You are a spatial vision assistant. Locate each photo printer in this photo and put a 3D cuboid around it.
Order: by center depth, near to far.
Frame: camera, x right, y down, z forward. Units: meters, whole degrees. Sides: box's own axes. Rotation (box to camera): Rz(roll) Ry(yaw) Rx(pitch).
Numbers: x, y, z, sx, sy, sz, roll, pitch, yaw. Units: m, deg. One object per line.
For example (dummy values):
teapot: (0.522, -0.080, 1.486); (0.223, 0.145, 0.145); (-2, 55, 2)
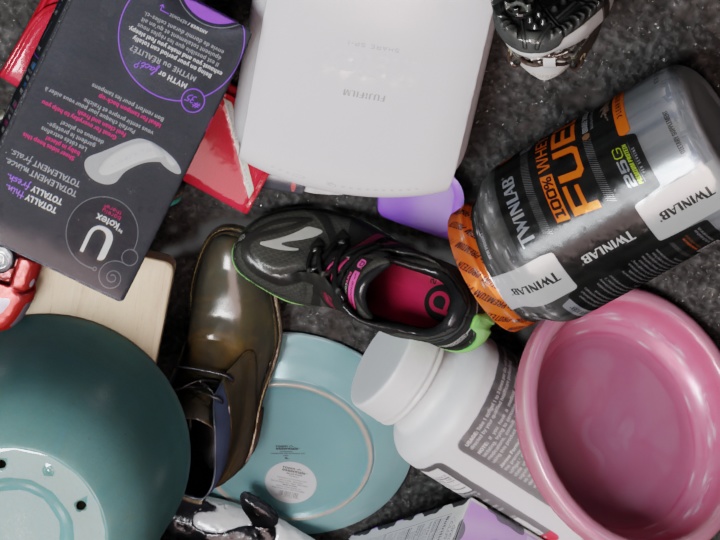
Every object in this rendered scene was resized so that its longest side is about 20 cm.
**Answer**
photo printer: (0.003, -0.143, 1.548); (0.165, 0.070, 0.201); (9, 121, -6)

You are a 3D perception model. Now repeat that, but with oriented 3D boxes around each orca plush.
orca plush: (-0.120, 0.213, 1.785); (0.199, 0.071, 0.105); (33, 146, -19)

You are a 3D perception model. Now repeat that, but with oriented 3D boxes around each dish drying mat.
dish drying mat: (-0.146, -0.119, 1.596); (0.199, 0.018, 0.077); (29, 96, -15)

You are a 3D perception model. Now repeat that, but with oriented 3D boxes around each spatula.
spatula: (-0.024, -0.063, 1.641); (0.198, 0.021, 0.057); (9, 126, -2)

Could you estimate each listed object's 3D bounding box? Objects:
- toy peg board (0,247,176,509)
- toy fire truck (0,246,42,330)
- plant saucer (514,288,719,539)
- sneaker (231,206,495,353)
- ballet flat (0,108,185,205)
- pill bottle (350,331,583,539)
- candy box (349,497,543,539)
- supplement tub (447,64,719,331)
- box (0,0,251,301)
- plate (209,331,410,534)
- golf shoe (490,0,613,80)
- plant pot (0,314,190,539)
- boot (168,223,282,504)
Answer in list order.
toy peg board: (-0.245, 0.054, 1.665); (0.198, 0.098, 0.202); (12, 106, -2)
toy fire truck: (-0.330, 0.018, 1.581); (0.199, 0.049, 0.142); (19, 106, -5)
plant saucer: (0.190, 0.113, 1.661); (0.200, 0.202, 0.051); (33, 150, -18)
sneaker: (0.000, 0.000, 1.619); (0.199, 0.084, 0.077); (15, 87, 18)
ballet flat: (-0.224, -0.079, 1.617); (0.198, 0.068, 0.069); (0, 117, 3)
pill bottle: (0.095, 0.115, 1.701); (0.199, 0.111, 0.111); (33, 120, -18)
candy box: (0.092, 0.258, 1.766); (0.167, 0.072, 0.200); (32, 153, -17)
supplement tub: (0.167, -0.045, 1.581); (0.199, 0.123, 0.123); (-30, 118, 21)
box: (-0.171, -0.100, 1.527); (0.122, 0.106, 0.201); (26, 93, -13)
plate: (-0.057, 0.135, 1.776); (0.198, 0.026, 0.201); (1, 124, 2)
golf shoe: (0.126, -0.157, 1.457); (0.077, 0.200, 0.095); (8, 115, 11)
plant pot: (-0.223, 0.149, 1.559); (0.199, 0.161, 0.202); (1, 106, 2)
boot: (-0.103, 0.073, 1.677); (0.074, 0.097, 0.202); (6, 111, 9)
